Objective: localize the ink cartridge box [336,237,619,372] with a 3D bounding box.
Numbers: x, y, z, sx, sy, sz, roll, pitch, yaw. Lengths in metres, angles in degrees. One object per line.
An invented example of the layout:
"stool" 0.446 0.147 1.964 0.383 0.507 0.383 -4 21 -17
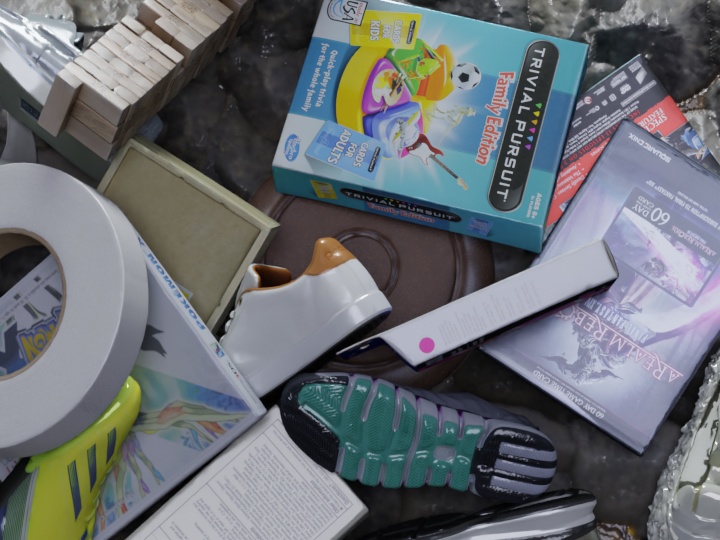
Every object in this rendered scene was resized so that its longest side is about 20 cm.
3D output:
"ink cartridge box" 0.081 0.033 1.510 0.199 0.095 0.037 -21 85 1

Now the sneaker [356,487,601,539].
"sneaker" 0.078 0.230 1.525 0.199 0.076 0.116 -13 93 10

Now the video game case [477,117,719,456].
"video game case" 0.196 0.011 1.564 0.142 0.019 0.201 33 85 6

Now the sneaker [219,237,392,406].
"sneaker" -0.072 0.047 1.536 0.200 0.073 0.085 -36 81 22

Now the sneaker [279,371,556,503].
"sneaker" 0.037 0.112 1.532 0.198 0.088 0.075 17 103 -7

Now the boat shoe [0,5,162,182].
"boat shoe" -0.230 -0.149 1.601 0.201 0.070 0.072 41 63 9

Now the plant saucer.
"plant saucer" 0.000 0.000 1.585 0.198 0.032 0.202 0 80 0

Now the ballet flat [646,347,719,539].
"ballet flat" 0.250 0.138 1.542 0.071 0.072 0.202 16 82 3

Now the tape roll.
"tape roll" -0.238 0.028 1.484 0.201 0.037 0.205 -7 74 24

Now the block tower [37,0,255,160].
"block tower" -0.147 -0.155 1.550 0.058 0.054 0.200 36 45 7

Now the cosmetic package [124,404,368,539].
"cosmetic package" -0.099 0.200 1.533 0.200 0.073 0.104 -41 83 -5

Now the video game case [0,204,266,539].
"video game case" -0.191 0.084 1.532 0.200 0.022 0.183 -39 85 21

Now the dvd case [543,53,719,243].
"dvd case" 0.205 -0.037 1.592 0.146 0.022 0.201 -35 81 -4

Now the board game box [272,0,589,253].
"board game box" 0.052 -0.111 1.569 0.198 0.047 0.152 13 68 8

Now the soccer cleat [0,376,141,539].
"soccer cleat" -0.208 0.152 1.517 0.083 0.065 0.200 35 108 -21

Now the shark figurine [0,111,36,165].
"shark figurine" -0.303 -0.053 1.572 0.213 0.090 0.129 -11 80 -3

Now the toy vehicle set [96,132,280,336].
"toy vehicle set" -0.161 0.019 1.555 0.124 0.027 0.201 33 102 5
